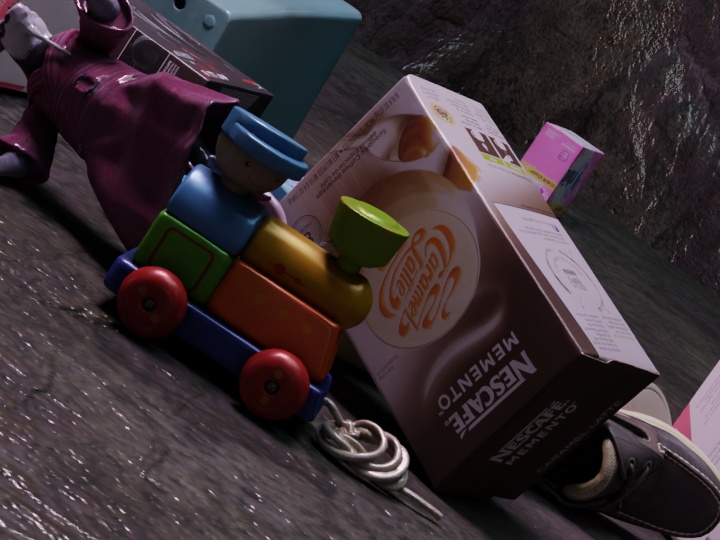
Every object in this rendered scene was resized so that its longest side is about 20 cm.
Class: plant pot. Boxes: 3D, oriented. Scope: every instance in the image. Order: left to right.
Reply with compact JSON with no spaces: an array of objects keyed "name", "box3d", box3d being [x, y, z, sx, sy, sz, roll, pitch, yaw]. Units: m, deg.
[{"name":"plant pot","box3d":[-0.120,-0.195,1.697,0.141,0.142,0.200,35,15,15]}]

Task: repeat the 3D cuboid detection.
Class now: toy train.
[{"name":"toy train","box3d":[-0.013,0.018,0.986,0.199,0.116,0.085,34,9,1]}]

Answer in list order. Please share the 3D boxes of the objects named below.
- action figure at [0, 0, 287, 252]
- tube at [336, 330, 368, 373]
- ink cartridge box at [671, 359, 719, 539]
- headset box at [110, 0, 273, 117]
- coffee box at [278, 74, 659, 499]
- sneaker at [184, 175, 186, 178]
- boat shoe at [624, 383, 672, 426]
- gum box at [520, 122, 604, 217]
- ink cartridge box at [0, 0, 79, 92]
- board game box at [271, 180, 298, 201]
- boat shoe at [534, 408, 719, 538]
[{"name":"action figure","box3d":[-0.128,-0.088,1.093,0.200,0.134,0.149,42,11,31]},{"name":"tube","box3d":[0.026,0.043,1.206,0.199,0.058,0.052,26,11,-33]},{"name":"ink cartridge box","box3d":[0.275,0.140,1.270,0.085,0.146,0.200,31,9,-25]},{"name":"headset box","box3d":[-0.179,-0.156,1.459,0.200,0.077,0.149,37,9,13]},{"name":"coffee box","box3d":[0.054,0.009,1.099,0.080,0.114,0.200,16,36,-52]},{"name":"sneaker","box3d":[-0.090,-0.040,1.243,0.090,0.078,0.200,52,12,-1]},{"name":"boat shoe","box3d":[0.133,0.098,1.346,0.062,0.073,0.200,-14,-17,36]},{"name":"gum box","box3d":[0.280,-0.143,2.927,0.066,0.114,0.200,36,9,13]},{"name":"ink cartridge box","box3d":[-0.279,-0.204,1.333,0.200,0.083,0.146,36,9,12]},{"name":"board game box","box3d":[0.000,0.000,1.359,0.151,0.047,0.200,29,10,-28]},{"name":"boat shoe","box3d":[0.134,0.112,1.197,0.199,0.073,0.065,27,21,-17]}]
